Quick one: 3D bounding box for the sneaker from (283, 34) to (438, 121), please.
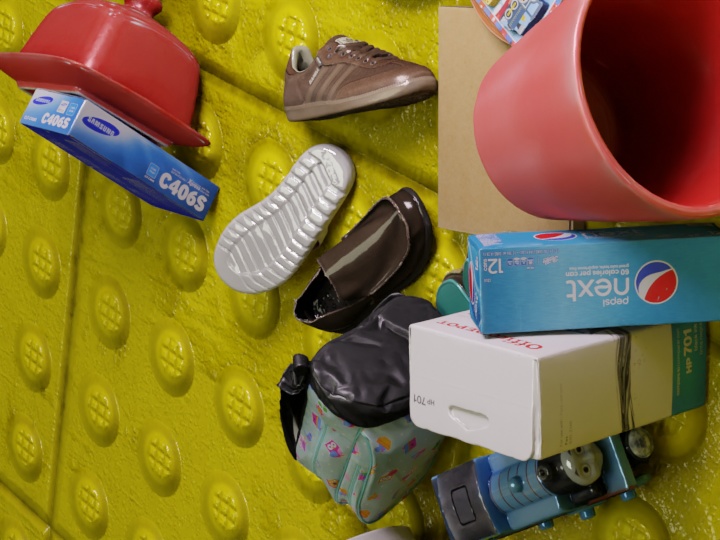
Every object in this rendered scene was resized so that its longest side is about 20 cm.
[{"bbox_3d":[-0.009,-0.183,1.671,0.199,0.070,0.076,-5,93,49],"label":"sneaker"}]

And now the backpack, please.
[{"bbox_3d":[0.008,0.135,1.651,0.127,0.166,0.201,49,147,25],"label":"backpack"}]

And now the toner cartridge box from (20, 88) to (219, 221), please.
[{"bbox_3d":[-0.248,-0.119,1.874,0.095,0.200,0.043,15,76,46],"label":"toner cartridge box"}]

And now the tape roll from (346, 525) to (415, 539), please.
[{"bbox_3d":[-0.013,0.345,1.688,0.203,0.202,0.140,-45,64,44],"label":"tape roll"}]

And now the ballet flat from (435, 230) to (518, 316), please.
[{"bbox_3d":[0.114,0.012,1.561,0.200,0.070,0.071,113,138,-74],"label":"ballet flat"}]

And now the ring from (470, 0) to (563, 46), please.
[{"bbox_3d":[0.155,-0.280,1.479,0.200,0.019,0.202,-2,88,50],"label":"ring"}]

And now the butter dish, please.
[{"bbox_3d":[-0.254,-0.227,1.894,0.199,0.200,0.149,12,75,50],"label":"butter dish"}]

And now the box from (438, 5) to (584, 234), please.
[{"bbox_3d":[0.128,-0.126,1.558,0.163,0.021,0.201,12,107,48],"label":"box"}]

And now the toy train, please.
[{"bbox_3d":[0.156,0.176,1.519,0.200,0.114,0.087,-30,76,49],"label":"toy train"}]

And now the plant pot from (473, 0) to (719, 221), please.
[{"bbox_3d":[0.190,-0.124,1.374,0.177,0.199,0.202,-17,85,60],"label":"plant pot"}]

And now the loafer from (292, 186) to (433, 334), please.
[{"bbox_3d":[0.000,0.000,1.698,0.073,0.071,0.200,58,136,24],"label":"loafer"}]

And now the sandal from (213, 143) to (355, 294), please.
[{"bbox_3d":[-0.067,-0.047,1.790,0.203,0.050,0.083,-42,81,32],"label":"sandal"}]

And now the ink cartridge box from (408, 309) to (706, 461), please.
[{"bbox_3d":[0.157,0.076,1.430,0.146,0.199,0.086,13,108,47],"label":"ink cartridge box"}]

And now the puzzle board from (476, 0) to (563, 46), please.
[{"bbox_3d":[0.144,-0.296,1.463,0.200,0.017,0.151,-58,49,31],"label":"puzzle board"}]

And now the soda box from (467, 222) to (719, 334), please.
[{"bbox_3d":[0.184,0.005,1.386,0.064,0.199,0.068,-111,18,-78],"label":"soda box"}]
